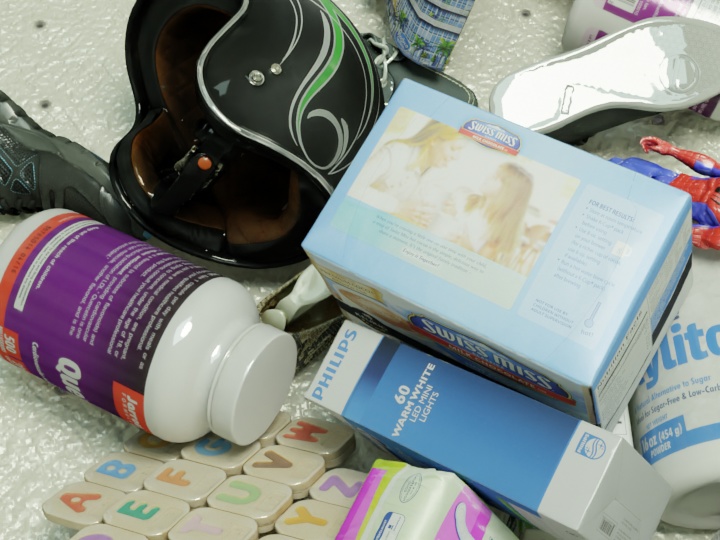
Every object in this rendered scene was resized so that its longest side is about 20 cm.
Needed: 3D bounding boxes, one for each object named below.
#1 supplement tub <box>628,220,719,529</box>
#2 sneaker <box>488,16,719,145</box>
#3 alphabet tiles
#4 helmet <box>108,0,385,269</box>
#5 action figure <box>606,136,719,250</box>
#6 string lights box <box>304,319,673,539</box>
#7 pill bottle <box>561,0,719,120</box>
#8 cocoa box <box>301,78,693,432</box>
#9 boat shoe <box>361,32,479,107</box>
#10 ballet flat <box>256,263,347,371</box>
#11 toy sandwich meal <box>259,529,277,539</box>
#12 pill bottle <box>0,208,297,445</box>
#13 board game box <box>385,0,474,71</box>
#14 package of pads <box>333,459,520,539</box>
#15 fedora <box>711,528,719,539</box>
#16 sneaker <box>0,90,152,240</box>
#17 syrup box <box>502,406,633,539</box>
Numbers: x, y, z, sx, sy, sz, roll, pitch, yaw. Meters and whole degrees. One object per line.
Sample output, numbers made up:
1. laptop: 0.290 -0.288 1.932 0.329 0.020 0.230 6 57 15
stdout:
1. supplement tub: 0.242 0.061 0.829 0.131 0.132 0.201 -2 60 -5
2. sneaker: 0.194 -0.140 0.947 0.198 0.099 0.071 -15 83 2
3. alphabet tiles: -0.088 0.139 0.757 0.194 0.015 0.200 8 25 28
4. helmet: -0.079 -0.120 0.875 0.198 0.201 0.192 7 54 0
5. action figure: 0.193 -0.052 0.809 0.199 0.052 0.066 13 64 37
6. string lights box: 0.074 0.104 0.729 0.199 0.103 0.059 21 77 37
7. pill bottle: 0.273 -0.189 0.984 0.199 0.113 0.113 26 62 10
8. cocoa box: 0.089 -0.005 0.758 0.199 0.131 0.134 26 76 23
9. boat shoe: 0.001 -0.155 0.975 0.198 0.062 0.073 17 61 6
10. ballet flat: 0.000 0.000 0.879 0.199 0.075 0.068 -36 68 -22
11. toy sandwich meal: -0.063 0.244 0.739 0.203 0.070 0.207 2 60 -3
12. pill bottle: -0.146 0.041 0.808 0.199 0.113 0.113 22 61 21
13. board game box: 0.063 -0.298 0.952 0.061 0.201 0.201 10 43 -15
14. package of pads: 0.051 0.220 0.702 0.068 0.200 0.155 -3 48 47
15. fedora: 0.281 0.205 0.741 0.175 0.090 0.202 8 102 7
16. sneaker: -0.240 -0.066 0.916 0.199 0.073 0.082 32 85 15
17. syrup box: 0.135 0.092 0.834 0.081 0.079 0.201 0 60 -3
